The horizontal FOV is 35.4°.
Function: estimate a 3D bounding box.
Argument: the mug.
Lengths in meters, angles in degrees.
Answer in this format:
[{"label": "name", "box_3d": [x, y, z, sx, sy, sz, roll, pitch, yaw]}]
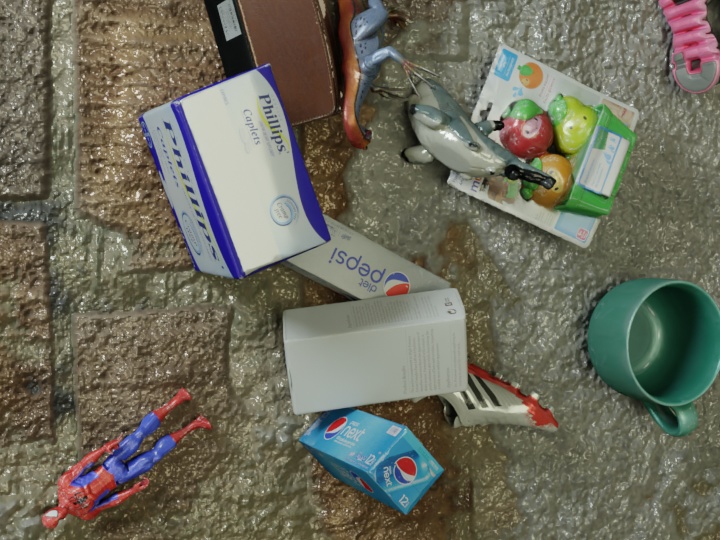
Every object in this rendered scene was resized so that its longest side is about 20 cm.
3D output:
[{"label": "mug", "box_3d": [0.358, 0.102, 1.414, 0.151, 0.114, 0.186, 17, 86, -22]}]

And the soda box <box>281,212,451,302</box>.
[{"label": "soda box", "box_3d": [0.000, 0.000, 1.289, 0.199, 0.063, 0.069, 27, 83, -21]}]

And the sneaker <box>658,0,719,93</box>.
[{"label": "sneaker", "box_3d": [0.445, -0.332, 1.471, 0.095, 0.079, 0.201, -11, 97, -44]}]

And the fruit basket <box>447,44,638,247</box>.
[{"label": "fruit basket", "box_3d": [0.225, -0.149, 1.357, 0.199, 0.094, 0.186, 25, 83, -19]}]

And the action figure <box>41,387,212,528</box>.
[{"label": "action figure", "box_3d": [-0.253, 0.206, 1.202, 0.200, 0.052, 0.066, -37, 108, -15]}]

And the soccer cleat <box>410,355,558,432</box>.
[{"label": "soccer cleat", "box_3d": [0.147, 0.160, 1.359, 0.199, 0.069, 0.085, 29, 90, -17]}]

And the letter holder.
[{"label": "letter holder", "box_3d": [-0.077, -0.261, 1.232, 0.142, 0.100, 0.201, -19, 99, -23]}]

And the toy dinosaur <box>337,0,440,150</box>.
[{"label": "toy dinosaur", "box_3d": [-0.001, -0.231, 1.265, 0.199, 0.105, 0.182, 28, 67, 11]}]

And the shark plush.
[{"label": "shark plush", "box_3d": [0.135, -0.156, 1.293, 0.083, 0.199, 0.091, -49, 150, -31]}]

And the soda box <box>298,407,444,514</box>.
[{"label": "soda box", "box_3d": [0.007, 0.199, 1.225, 0.064, 0.200, 0.068, -46, 107, -15]}]

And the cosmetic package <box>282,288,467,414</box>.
[{"label": "cosmetic package", "box_3d": [0.017, 0.089, 1.251, 0.199, 0.074, 0.102, -6, 118, -3]}]

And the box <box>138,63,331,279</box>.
[{"label": "box", "box_3d": [-0.134, -0.098, 1.157, 0.105, 0.200, 0.185, -23, 100, -19]}]
